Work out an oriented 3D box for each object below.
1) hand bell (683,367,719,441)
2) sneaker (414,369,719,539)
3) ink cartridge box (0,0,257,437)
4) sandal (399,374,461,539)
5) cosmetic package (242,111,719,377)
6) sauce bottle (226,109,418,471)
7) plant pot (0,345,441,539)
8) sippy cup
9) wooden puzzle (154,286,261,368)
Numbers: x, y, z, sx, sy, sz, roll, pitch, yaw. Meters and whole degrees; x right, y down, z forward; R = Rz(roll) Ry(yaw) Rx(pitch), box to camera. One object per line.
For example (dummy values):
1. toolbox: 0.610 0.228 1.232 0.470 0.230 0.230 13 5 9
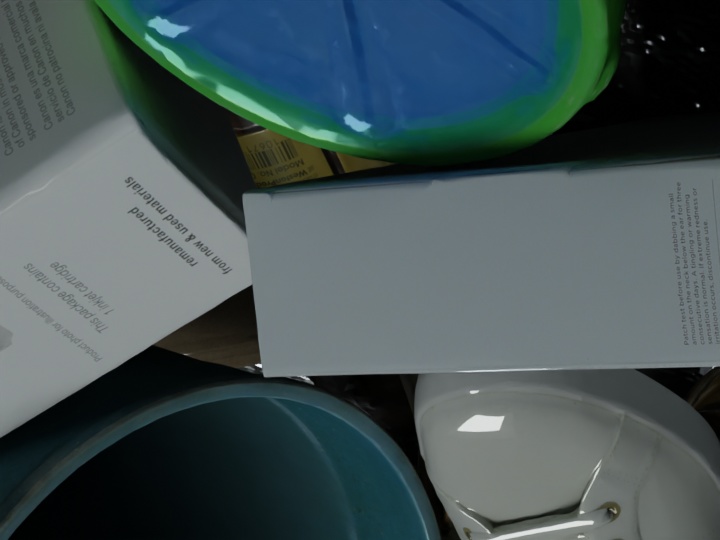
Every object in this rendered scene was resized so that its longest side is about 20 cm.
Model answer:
1. hand bell: 0.068 0.075 0.975 0.104 0.104 0.200 44 155 -30
2. sneaker: 0.073 0.097 0.792 0.073 0.085 0.200 -14 137 25
3. ink cartridge box: -0.140 -0.021 0.768 0.200 0.146 0.083 -31 144 11
4. sandal: 0.048 0.054 0.857 0.080 0.054 0.201 -4 118 -17
5. cosmetic package: 0.090 -0.013 0.725 0.150 0.200 0.052 0 97 36
6. sauce bottle: 0.000 0.000 0.881 0.064 0.065 0.200 1 132 32
7. plant pot: -0.108 0.102 0.864 0.188 0.200 0.200 22 156 45
8. sippy cup: 0.012 -0.116 0.660 0.177 0.131 0.140 13 146 17
9. wooden puzzle: -0.094 -0.030 0.957 0.199 0.037 0.185 -15 132 40
